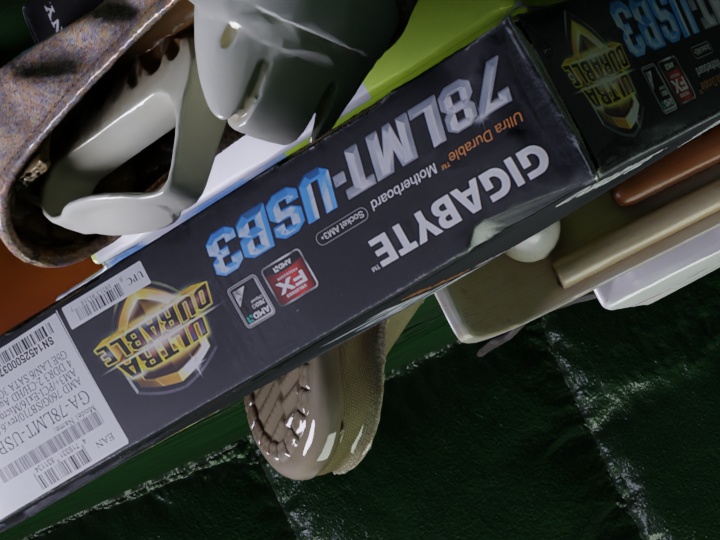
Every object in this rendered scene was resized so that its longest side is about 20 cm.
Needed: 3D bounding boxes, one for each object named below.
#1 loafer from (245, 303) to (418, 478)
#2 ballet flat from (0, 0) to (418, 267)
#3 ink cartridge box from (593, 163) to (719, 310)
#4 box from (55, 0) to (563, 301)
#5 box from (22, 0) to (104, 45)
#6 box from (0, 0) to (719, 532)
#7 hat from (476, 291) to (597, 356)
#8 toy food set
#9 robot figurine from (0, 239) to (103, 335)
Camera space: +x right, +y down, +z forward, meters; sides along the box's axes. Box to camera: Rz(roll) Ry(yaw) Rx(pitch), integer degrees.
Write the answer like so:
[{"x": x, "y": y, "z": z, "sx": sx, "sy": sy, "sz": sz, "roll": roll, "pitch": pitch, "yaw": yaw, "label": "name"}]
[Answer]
[{"x": 0.000, "y": 0.000, "z": 0.972, "sx": 0.067, "sy": 0.200, "sz": 0.076, "roll": 17, "pitch": 135, "yaw": -14, "label": "loafer"}, {"x": -0.035, "y": -0.054, "z": 0.660, "sx": 0.068, "sy": 0.067, "sz": 0.200, "roll": 22, "pitch": 143, "yaw": -30, "label": "ballet flat"}, {"x": 0.110, "y": -0.050, "z": 0.999, "sx": 0.067, "sy": 0.117, "sz": 0.200, "roll": -28, "pitch": 175, "yaw": 10, "label": "ink cartridge box"}, {"x": -0.003, "y": -0.058, "z": 0.787, "sx": 0.200, "sy": 0.048, "sz": 0.122, "roll": -29, "pitch": 173, "yaw": 33, "label": "box"}, {"x": 0.011, "y": -0.119, "z": 0.719, "sx": 0.143, "sy": 0.036, "sz": 0.200, "roll": -19, "pitch": 169, "yaw": -47, "label": "box"}, {"x": 0.008, "y": -0.015, "z": 0.679, "sx": 0.198, "sy": 0.050, "sz": 0.200, "roll": -28, "pitch": 180, "yaw": 27, "label": "box"}, {"x": 0.128, "y": -0.037, "z": 1.266, "sx": 0.200, "sy": 0.081, "sz": 0.201, "roll": -28, "pitch": -177, "yaw": 1, "label": "hat"}, {"x": 0.093, "y": -0.082, "z": 0.866, "sx": 0.200, "sy": 0.144, "sz": 0.060, "roll": -26, "pitch": 171, "yaw": 3, "label": "toy food set"}, {"x": -0.125, "y": 0.016, "z": 0.917, "sx": 0.200, "sy": 0.117, "sz": 0.144, "roll": -27, "pitch": 160, "yaw": -13, "label": "robot figurine"}]
